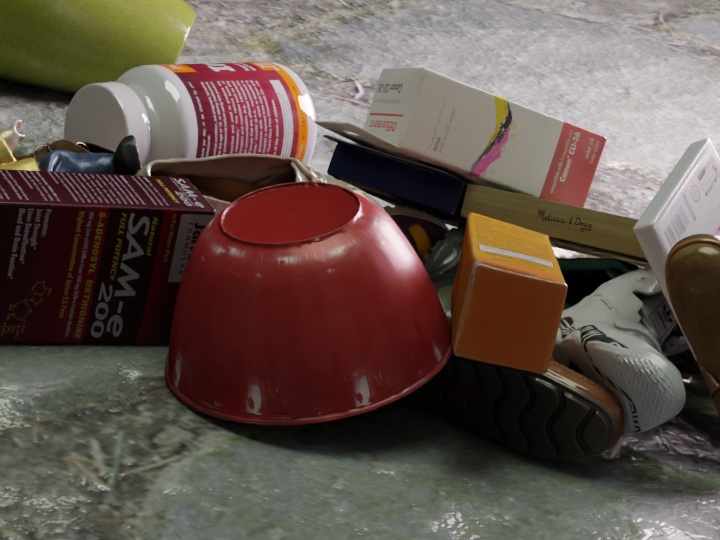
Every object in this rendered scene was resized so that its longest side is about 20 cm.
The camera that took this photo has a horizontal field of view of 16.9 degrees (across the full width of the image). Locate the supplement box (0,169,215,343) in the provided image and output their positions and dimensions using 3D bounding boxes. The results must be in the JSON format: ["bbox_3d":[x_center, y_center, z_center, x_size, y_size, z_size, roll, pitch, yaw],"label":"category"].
[{"bbox_3d":[-0.209,-0.008,1.670,0.200,0.109,0.061,1,26,-29],"label":"supplement box"}]

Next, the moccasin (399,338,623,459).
[{"bbox_3d":[0.092,0.077,1.672,0.201,0.074,0.078,12,24,33],"label":"moccasin"}]

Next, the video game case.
[{"bbox_3d":[0.261,0.023,1.716,0.018,0.200,0.143,-17,19,32],"label":"video game case"}]

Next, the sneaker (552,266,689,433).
[{"bbox_3d":[0.193,0.049,1.693,0.115,0.075,0.200,-30,16,-18],"label":"sneaker"}]

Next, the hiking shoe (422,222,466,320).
[{"bbox_3d":[0.084,0.028,1.831,0.101,0.076,0.200,30,31,18],"label":"hiking shoe"}]

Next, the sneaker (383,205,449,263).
[{"bbox_3d":[0.000,0.000,1.860,0.200,0.075,0.090,4,41,-34],"label":"sneaker"}]

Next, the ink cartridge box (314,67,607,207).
[{"bbox_3d":[0.076,-0.108,1.891,0.200,0.068,0.116,19,-2,-17],"label":"ink cartridge box"}]

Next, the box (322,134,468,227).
[{"bbox_3d":[0.056,-0.061,1.953,0.121,0.032,0.200,19,-2,29],"label":"box"}]

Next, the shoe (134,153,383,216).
[{"bbox_3d":[-0.072,-0.049,1.767,0.200,0.053,0.070,5,53,-18],"label":"shoe"}]

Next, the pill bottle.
[{"bbox_3d":[-0.143,-0.118,2.035,0.200,0.113,0.113,-6,25,-44],"label":"pill bottle"}]

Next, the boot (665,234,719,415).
[{"bbox_3d":[0.257,0.071,1.598,0.074,0.200,0.075,-24,7,29],"label":"boot"}]

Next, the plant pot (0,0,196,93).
[{"bbox_3d":[-0.264,-0.240,2.275,0.200,0.187,0.187,25,17,-8],"label":"plant pot"}]

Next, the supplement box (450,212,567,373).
[{"bbox_3d":[0.097,0.013,1.640,0.069,0.067,0.200,12,11,-3],"label":"supplement box"}]

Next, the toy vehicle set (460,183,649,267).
[{"bbox_3d":[0.189,-0.024,1.825,0.200,0.027,0.124,14,-1,42],"label":"toy vehicle set"}]

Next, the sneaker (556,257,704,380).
[{"bbox_3d":[0.213,0.031,1.830,0.200,0.078,0.091,9,-12,16],"label":"sneaker"}]

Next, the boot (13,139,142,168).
[{"bbox_3d":[-0.241,-0.076,1.912,0.200,0.076,0.074,22,21,33],"label":"boot"}]

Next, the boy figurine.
[{"bbox_3d":[-0.260,-0.055,1.794,0.200,0.064,0.124,-6,65,-12],"label":"boy figurine"}]

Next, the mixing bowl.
[{"bbox_3d":[-0.041,0.009,1.632,0.200,0.108,0.200,-6,27,3],"label":"mixing bowl"}]
